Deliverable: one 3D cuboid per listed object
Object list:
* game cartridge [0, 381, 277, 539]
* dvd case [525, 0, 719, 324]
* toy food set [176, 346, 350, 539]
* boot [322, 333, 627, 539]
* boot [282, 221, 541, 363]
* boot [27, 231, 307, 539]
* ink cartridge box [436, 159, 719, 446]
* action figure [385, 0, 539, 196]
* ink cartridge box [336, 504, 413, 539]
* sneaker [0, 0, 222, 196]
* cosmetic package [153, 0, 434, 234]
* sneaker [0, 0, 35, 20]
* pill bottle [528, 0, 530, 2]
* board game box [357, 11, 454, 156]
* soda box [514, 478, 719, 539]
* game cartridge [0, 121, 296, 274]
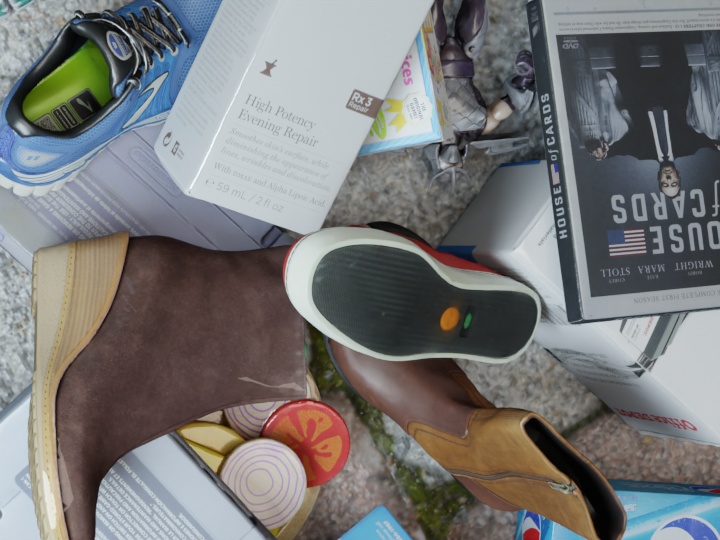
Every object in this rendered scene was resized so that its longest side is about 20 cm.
[{"bbox_3d":[-0.154,0.156,1.229,0.133,0.042,0.200,-40,104,5],"label":"game cartridge"},{"bbox_3d":[0.184,-0.073,1.236,0.149,0.025,0.202,-5,84,-25],"label":"dvd case"},{"bbox_3d":[-0.108,0.114,1.283,0.197,0.049,0.202,24,85,-17],"label":"toy food set"},{"bbox_3d":[0.066,0.095,1.257,0.068,0.200,0.189,-38,102,-11],"label":"boot"},{"bbox_3d":[0.000,0.000,1.234,0.199,0.144,0.073,14,101,-45],"label":"boot"},{"bbox_3d":[-0.111,0.072,1.160,0.165,0.072,0.202,2,70,-12],"label":"boot"},{"bbox_3d":[0.166,0.020,1.313,0.200,0.144,0.084,41,79,-15],"label":"ink cartridge box"},{"bbox_3d":[0.059,-0.150,1.313,0.129,0.069,0.202,-1,95,-20],"label":"action figure"},{"bbox_3d":[-0.029,0.257,1.240,0.199,0.067,0.116,-36,81,-26],"label":"ink cartridge box"},{"bbox_3d":[-0.142,-0.124,1.203,0.079,0.089,0.200,47,65,2],"label":"sneaker"},{"bbox_3d":[-0.034,-0.133,1.195,0.101,0.074,0.201,16,109,-33],"label":"cosmetic package"},{"bbox_3d":[-0.206,-0.227,1.234,0.199,0.078,0.091,-37,87,-16],"label":"sneaker"},{"bbox_3d":[0.221,-0.201,1.336,0.199,0.113,0.114,-21,99,-16],"label":"pill bottle"},{"bbox_3d":[-0.024,-0.171,1.265,0.133,0.034,0.202,-9,95,17],"label":"board game box"},{"bbox_3d":[0.211,0.183,1.375,0.198,0.068,0.065,5,91,-18],"label":"soda box"},{"bbox_3d":[-0.152,-0.034,1.237,0.200,0.038,0.130,42,72,0],"label":"game cartridge"}]
